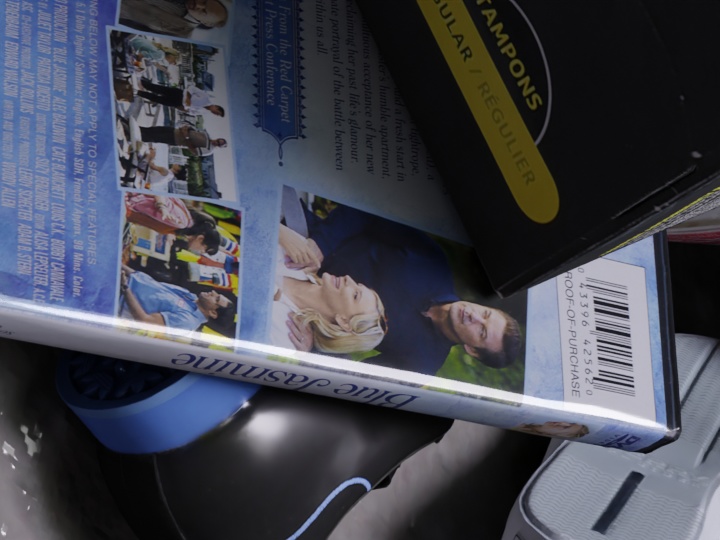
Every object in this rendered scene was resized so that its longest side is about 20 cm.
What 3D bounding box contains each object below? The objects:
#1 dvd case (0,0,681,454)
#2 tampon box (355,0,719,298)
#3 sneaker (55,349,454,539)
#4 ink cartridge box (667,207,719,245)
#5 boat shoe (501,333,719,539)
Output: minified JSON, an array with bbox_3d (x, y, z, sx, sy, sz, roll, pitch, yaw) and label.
[{"bbox_3d":[-0.014,-0.042,0.593,0.200,0.018,0.143,12,64,-30],"label":"dvd case"},{"bbox_3d":[0.101,-0.107,0.606,0.200,0.126,0.150,-22,83,-37],"label":"tampon box"},{"bbox_3d":[0.000,0.000,0.654,0.200,0.070,0.078,-51,127,-39],"label":"sneaker"},{"bbox_3d":[0.156,-0.081,0.882,0.200,0.086,0.148,4,81,-58],"label":"ink cartridge box"},{"bbox_3d":[0.078,0.073,0.768,0.200,0.074,0.067,-27,138,-61],"label":"boat shoe"}]
